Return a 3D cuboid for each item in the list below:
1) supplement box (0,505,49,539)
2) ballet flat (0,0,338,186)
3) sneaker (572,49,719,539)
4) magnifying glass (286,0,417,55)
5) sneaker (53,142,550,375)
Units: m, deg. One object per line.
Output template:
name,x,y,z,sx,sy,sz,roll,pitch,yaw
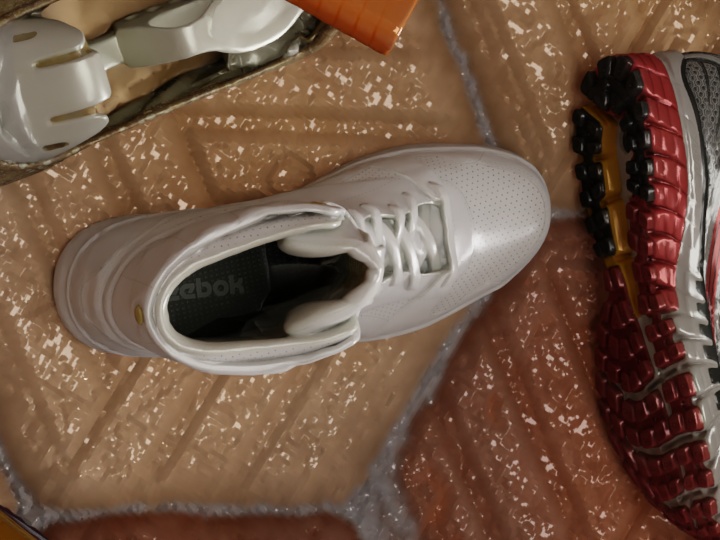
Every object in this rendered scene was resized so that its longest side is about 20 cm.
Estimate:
supplement box,-0.153,0.187,0.921,0.086,0.110,0.201,38,82,-23
ballet flat,-0.087,-0.080,0.938,0.199,0.065,0.071,-28,107,-17
sneaker,0.141,0.012,1.042,0.082,0.078,0.201,-9,101,-23
magnifying glass,-0.072,-0.134,0.919,0.199,0.022,0.080,30,62,-3
sneaker,0.000,0.000,0.960,0.199,0.115,0.074,-14,100,-22
